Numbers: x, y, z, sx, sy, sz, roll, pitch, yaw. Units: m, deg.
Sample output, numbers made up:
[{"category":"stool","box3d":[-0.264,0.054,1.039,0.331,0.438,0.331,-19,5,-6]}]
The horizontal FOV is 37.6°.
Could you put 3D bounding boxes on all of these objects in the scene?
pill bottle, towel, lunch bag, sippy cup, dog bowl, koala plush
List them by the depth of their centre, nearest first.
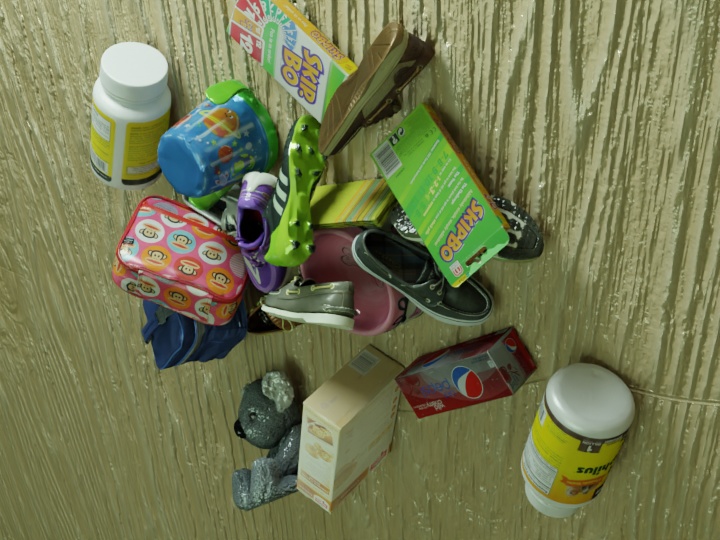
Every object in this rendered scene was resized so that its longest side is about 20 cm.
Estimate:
[{"category":"pill bottle","box3d":[0.263,0.218,1.311,0.109,0.109,0.202,32,138,22]},{"category":"towel","box3d":[-0.026,-0.085,1.380,0.198,0.086,0.018,-2,132,46]},{"category":"dog bowl","box3d":[0.000,0.000,1.430,0.199,0.074,0.202,26,136,28]},{"category":"sippy cup","box3d":[-0.203,-0.167,1.448,0.138,0.130,0.180,5,121,41]},{"category":"pill bottle","box3d":[-0.338,-0.226,1.554,0.114,0.114,0.201,37,140,16]},{"category":"lunch bag","box3d":[-0.254,-0.025,1.574,0.197,0.178,0.082,21,136,-5]},{"category":"lunch bag","box3d":[-0.275,0.073,1.672,0.200,0.131,0.138,-44,58,57]},{"category":"koala plush","box3d":[-0.137,0.267,1.737,0.203,0.182,0.177,69,155,10]}]

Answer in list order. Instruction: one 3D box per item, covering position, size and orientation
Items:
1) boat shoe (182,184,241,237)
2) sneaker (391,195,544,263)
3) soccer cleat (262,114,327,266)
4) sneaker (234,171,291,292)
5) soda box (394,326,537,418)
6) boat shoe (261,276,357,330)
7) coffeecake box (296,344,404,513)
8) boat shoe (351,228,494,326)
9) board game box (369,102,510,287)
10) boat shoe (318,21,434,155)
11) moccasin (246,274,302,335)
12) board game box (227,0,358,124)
[{"category":"boat shoe","box3d":[-0.177,-0.077,1.551,0.198,0.065,0.074,26,135,29]},{"category":"sneaker","box3d":[0.138,-0.043,1.283,0.198,0.078,0.089,17,162,34]},{"category":"soccer cleat","box3d":[-0.091,-0.103,1.368,0.080,0.067,0.203,-8,70,46]},{"category":"sneaker","box3d":[-0.147,-0.041,1.465,0.079,0.084,0.202,10,135,15]},{"category":"soda box","box3d":[0.138,0.139,1.411,0.199,0.063,0.071,-24,101,51]},{"category":"boat shoe","box3d":[-0.069,0.041,1.424,0.201,0.071,0.061,4,82,57]},{"category":"coffeecake box","box3d":[-0.017,0.236,1.568,0.073,0.153,0.202,30,137,24]},{"category":"boat shoe","box3d":[0.079,0.009,1.319,0.198,0.069,0.057,27,168,-2]},{"category":"board game box","box3d":[0.094,-0.087,1.231,0.095,0.030,0.202,-42,66,29]},{"category":"boat shoe","box3d":[0.017,-0.202,1.250,0.071,0.073,0.200,19,132,-23]},{"category":"moccasin","box3d":[-0.114,0.057,1.575,0.200,0.078,0.074,-15,111,53]},{"category":"board game box","box3d":[-0.081,-0.271,1.324,0.200,0.030,0.096,43,141,7]}]
